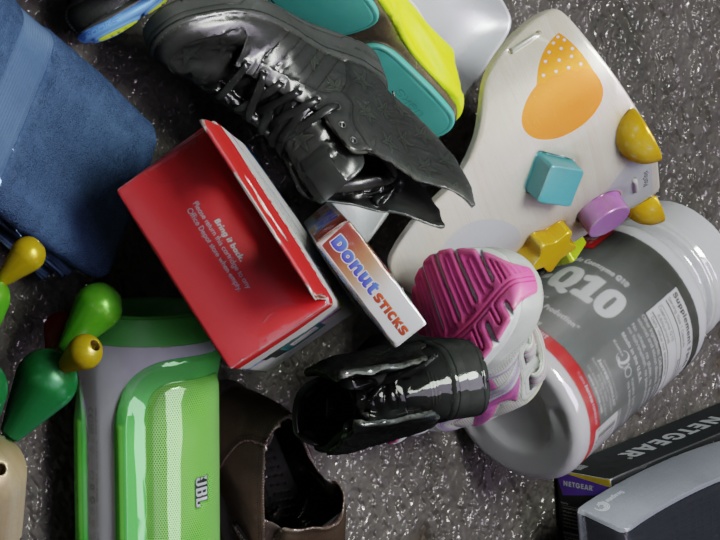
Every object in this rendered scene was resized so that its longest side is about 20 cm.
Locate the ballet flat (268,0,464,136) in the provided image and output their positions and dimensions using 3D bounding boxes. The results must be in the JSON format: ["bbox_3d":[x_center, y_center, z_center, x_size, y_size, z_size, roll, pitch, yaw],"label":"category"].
[{"bbox_3d":[0.000,-0.155,1.576,0.200,0.067,0.067,45,43,-43],"label":"ballet flat"}]

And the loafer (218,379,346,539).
[{"bbox_3d":[-0.042,0.158,1.605,0.073,0.071,0.201,-47,126,-32],"label":"loafer"}]

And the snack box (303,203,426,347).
[{"bbox_3d":[0.000,0.000,1.514,0.024,0.200,0.072,-37,95,0],"label":"snack box"}]

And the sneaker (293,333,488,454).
[{"bbox_3d":[0.002,0.070,1.532,0.104,0.200,0.060,-11,90,-24],"label":"sneaker"}]

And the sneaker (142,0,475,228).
[{"bbox_3d":[-0.028,-0.086,1.501,0.199,0.060,0.105,12,50,-41],"label":"sneaker"}]

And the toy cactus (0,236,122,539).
[{"bbox_3d":[-0.212,0.078,1.417,0.200,0.102,0.166,-40,141,-39],"label":"toy cactus"}]

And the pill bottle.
[{"bbox_3d":[0.158,0.041,1.772,0.200,0.114,0.114,-38,122,-37],"label":"pill bottle"}]

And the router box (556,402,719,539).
[{"bbox_3d":[0.224,0.195,1.909,0.199,0.052,0.158,-16,106,-45],"label":"router box"}]

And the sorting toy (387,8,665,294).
[{"bbox_3d":[0.093,-0.036,1.675,0.180,0.107,0.200,-39,158,-7],"label":"sorting toy"}]

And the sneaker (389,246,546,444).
[{"bbox_3d":[0.075,0.041,1.624,0.088,0.200,0.082,-5,70,-21],"label":"sneaker"}]

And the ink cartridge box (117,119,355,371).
[{"bbox_3d":[-0.067,-0.011,1.449,0.067,0.200,0.116,-34,84,3],"label":"ink cartridge box"}]

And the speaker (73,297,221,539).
[{"bbox_3d":[-0.119,0.120,1.509,0.088,0.088,0.201,-9,102,-46],"label":"speaker"}]

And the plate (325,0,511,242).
[{"bbox_3d":[-0.005,-0.152,1.630,0.200,0.032,0.200,-56,130,-25],"label":"plate"}]

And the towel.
[{"bbox_3d":[-0.195,-0.086,1.423,0.200,0.048,0.112,42,60,-40],"label":"towel"}]

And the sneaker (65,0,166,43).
[{"bbox_3d":[-0.117,-0.215,1.487,0.082,0.071,0.200,30,76,-20],"label":"sneaker"}]

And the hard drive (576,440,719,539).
[{"bbox_3d":[0.229,0.198,1.844,0.199,0.042,0.136,-16,106,-44],"label":"hard drive"}]
